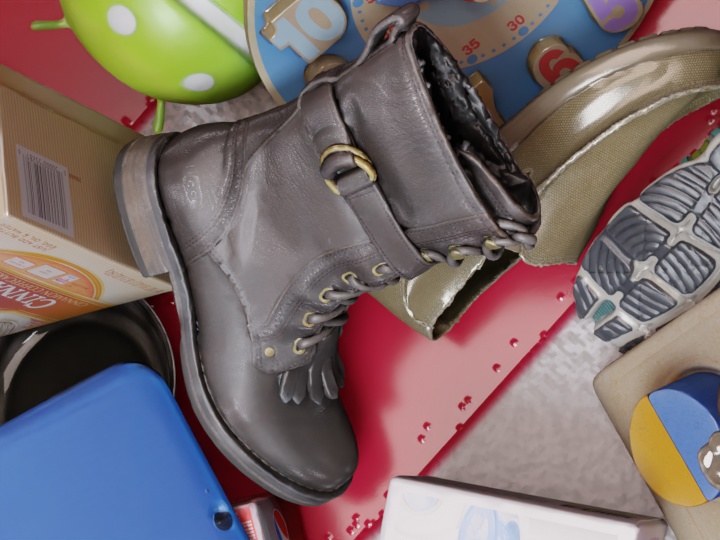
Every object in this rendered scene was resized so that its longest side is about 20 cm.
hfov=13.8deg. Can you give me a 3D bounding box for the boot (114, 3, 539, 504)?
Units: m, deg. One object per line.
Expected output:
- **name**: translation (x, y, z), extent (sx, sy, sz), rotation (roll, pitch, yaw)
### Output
- **boot**: translation (0.000, 0.000, 1.260), extent (0.174, 0.069, 0.200), rotation (-16, 111, 31)

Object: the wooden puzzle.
- **wooden puzzle**: translation (0.186, 0.091, 1.228), extent (0.200, 0.046, 0.186), rotation (-41, 75, 49)

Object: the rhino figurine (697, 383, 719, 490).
- **rhino figurine**: translation (0.179, -0.015, 1.131), extent (0.060, 0.087, 0.201), rotation (17, 101, 14)

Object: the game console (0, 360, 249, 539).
- **game console**: translation (-0.133, 0.169, 1.300), extent (0.171, 0.118, 0.200), rotation (-30, 87, 43)

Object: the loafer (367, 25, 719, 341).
- **loafer**: translation (0.085, -0.037, 1.311), extent (0.200, 0.076, 0.068), rotation (-33, 80, 19)

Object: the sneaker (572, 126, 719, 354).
- **sneaker**: translation (0.173, -0.038, 1.287), extent (0.077, 0.080, 0.200), rotation (42, 115, -2)

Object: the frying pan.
- **frying pan**: translation (-0.158, 0.034, 1.380), extent (0.115, 0.031, 0.190), rotation (-47, 64, 4)

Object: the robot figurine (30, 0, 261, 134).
- **robot figurine**: translation (-0.055, -0.160, 1.326), extent (0.175, 0.116, 0.200), rotation (39, 94, -19)

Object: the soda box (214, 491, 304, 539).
- **soda box**: translation (-0.123, 0.154, 1.342), extent (0.199, 0.070, 0.064), rotation (-15, 88, 12)

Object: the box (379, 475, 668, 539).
- **box**: translation (0.056, 0.196, 1.282), extent (0.112, 0.101, 0.201), rotation (10, 88, 13)

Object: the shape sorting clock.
- **shape sorting clock**: translation (0.045, -0.128, 1.271), extent (0.200, 0.200, 0.039), rotation (-37, 42, 8)

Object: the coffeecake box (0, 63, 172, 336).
- **coffeecake box**: translation (-0.204, -0.016, 1.313), extent (0.199, 0.153, 0.073), rotation (-15, 73, 22)
